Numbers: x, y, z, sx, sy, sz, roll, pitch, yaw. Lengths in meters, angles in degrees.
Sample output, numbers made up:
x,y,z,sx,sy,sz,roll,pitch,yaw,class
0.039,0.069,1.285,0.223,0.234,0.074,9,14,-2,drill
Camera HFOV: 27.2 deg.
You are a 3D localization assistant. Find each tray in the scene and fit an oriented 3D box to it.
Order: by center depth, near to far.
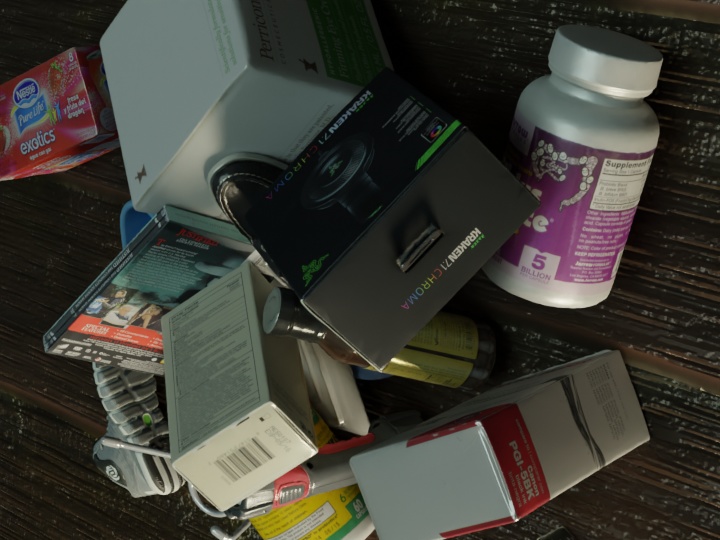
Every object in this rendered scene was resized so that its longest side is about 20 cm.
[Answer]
x,y,z,sx,sy,sz,roll,pitch,yaw,class
-0.058,0.069,1.400,0.107,0.022,0.200,9,125,47,tray

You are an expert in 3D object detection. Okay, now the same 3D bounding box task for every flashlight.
x,y,z,sx,sy,sz,roll,pitch,yaw,class
-0.031,0.167,1.322,0.068,0.200,0.068,-19,85,59,flashlight

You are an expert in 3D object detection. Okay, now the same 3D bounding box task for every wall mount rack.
x,y,z,sx,sy,sz,roll,pitch,yaw,class
-0.162,0.176,1.516,0.174,0.075,0.200,39,124,12,wall mount rack

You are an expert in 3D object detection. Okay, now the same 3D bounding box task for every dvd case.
x,y,z,sx,sy,sz,roll,pitch,yaw,class
-0.172,0.025,1.341,0.200,0.146,0.022,-43,49,32,dvd case

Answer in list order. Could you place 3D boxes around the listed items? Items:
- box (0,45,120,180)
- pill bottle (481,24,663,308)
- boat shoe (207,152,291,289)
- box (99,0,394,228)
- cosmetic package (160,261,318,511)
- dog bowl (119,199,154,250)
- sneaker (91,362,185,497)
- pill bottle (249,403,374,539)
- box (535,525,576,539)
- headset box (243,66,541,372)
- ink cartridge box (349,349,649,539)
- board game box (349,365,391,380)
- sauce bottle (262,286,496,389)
x,y,z,sx,sy,sz,roll,pitch,yaw,class
-0.307,-0.166,1.567,0.200,0.100,0.096,-16,89,44,box
0.165,-0.082,1.148,0.112,0.112,0.200,30,118,34,pill bottle
-0.054,-0.022,1.260,0.074,0.200,0.060,-30,41,15,boat shoe
-0.099,-0.170,1.291,0.200,0.171,0.199,-45,49,38,box
-0.106,0.094,1.259,0.103,0.073,0.200,-32,33,13,cosmetic package
-0.184,0.006,1.443,0.111,0.050,0.200,31,135,39,dog bowl
-0.269,0.159,1.629,0.115,0.075,0.200,-25,84,45,sneaker
-0.076,0.178,1.395,0.113,0.113,0.200,-33,94,42,pill bottle
0.185,0.356,1.276,0.200,0.047,0.193,47,128,25,box
0.020,-0.042,1.131,0.174,0.093,0.200,-46,27,4,headset box
0.115,0.142,1.187,0.147,0.200,0.083,-23,87,43,ink cartridge box
0.000,0.000,1.370,0.158,0.039,0.201,1,108,42,board game box
0.016,0.053,1.260,0.065,0.200,0.065,-47,35,49,sauce bottle
